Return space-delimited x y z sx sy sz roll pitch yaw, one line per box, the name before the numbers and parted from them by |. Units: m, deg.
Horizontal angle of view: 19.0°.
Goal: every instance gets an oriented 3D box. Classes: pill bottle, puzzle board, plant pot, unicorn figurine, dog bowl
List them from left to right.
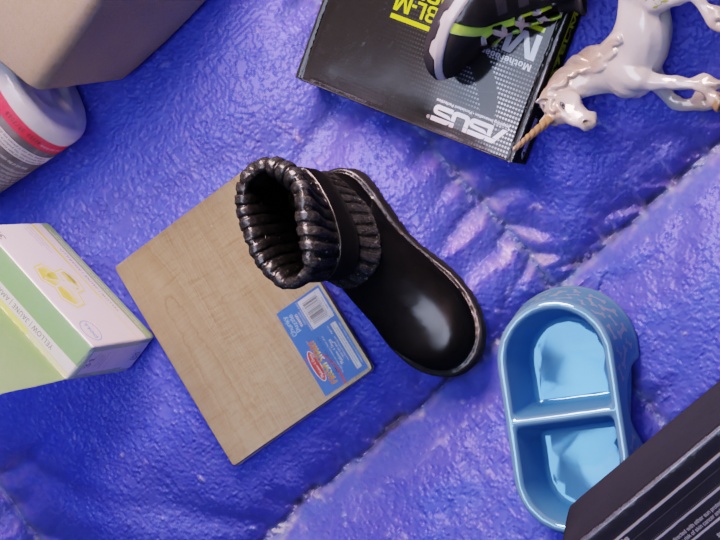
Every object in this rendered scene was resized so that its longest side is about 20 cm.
pill bottle | -0.342 -0.108 1.827 0.200 0.111 0.111 -32 79 18
plant pot | -0.236 -0.260 1.751 0.200 0.200 0.177 39 115 16
puzzle board | -0.097 0.039 1.784 0.151 0.017 0.200 -35 79 17
dog bowl | 0.163 0.112 1.664 0.111 0.050 0.200 -9 87 21
unicorn figurine | 0.215 -0.166 1.623 0.137 0.074 0.200 19 100 15

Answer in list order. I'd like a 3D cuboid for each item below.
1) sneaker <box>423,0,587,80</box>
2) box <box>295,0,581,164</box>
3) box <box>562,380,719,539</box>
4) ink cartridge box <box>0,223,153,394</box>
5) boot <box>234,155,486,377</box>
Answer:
sneaker | 0.130 -0.211 1.616 0.083 0.072 0.200 43 103 12
box | 0.071 -0.207 1.699 0.200 0.048 0.193 24 96 19
box | 0.284 0.198 1.556 0.200 0.123 0.198 -42 95 16
ink cartridge box | -0.275 0.028 1.755 0.146 0.200 0.048 46 108 15
boot | -0.002 0.001 1.669 0.079 0.158 0.211 -46 75 16
